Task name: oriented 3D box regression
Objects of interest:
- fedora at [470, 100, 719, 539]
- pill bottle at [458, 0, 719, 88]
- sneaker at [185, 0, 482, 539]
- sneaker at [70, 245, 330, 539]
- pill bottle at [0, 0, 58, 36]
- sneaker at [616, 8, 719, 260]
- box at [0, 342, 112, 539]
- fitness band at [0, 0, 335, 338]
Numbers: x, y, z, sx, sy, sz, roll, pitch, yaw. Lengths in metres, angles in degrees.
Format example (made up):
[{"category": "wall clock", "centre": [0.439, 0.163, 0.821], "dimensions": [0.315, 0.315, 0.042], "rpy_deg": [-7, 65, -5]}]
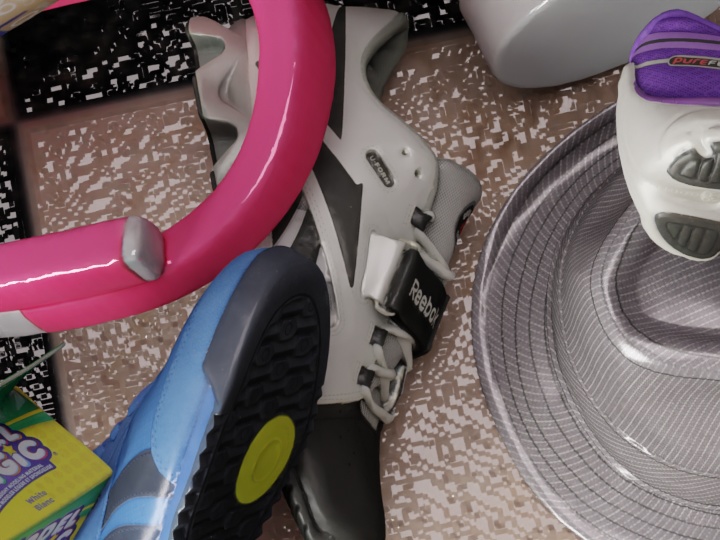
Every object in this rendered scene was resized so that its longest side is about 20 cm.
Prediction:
[{"category": "fedora", "centre": [0.134, 0.002, 0.882], "dimensions": [0.199, 0.090, 0.177], "rpy_deg": [-16, 73, -1]}, {"category": "pill bottle", "centre": [0.049, -0.171, 0.929], "dimensions": [0.114, 0.114, 0.200], "rpy_deg": [-22, 73, -3]}, {"category": "sneaker", "centre": [0.000, 0.000, 0.901], "dimensions": [0.088, 0.074, 0.201], "rpy_deg": [-11, 73, 3]}, {"category": "sneaker", "centre": [-0.070, 0.073, 0.846], "dimensions": [0.078, 0.066, 0.201], "rpy_deg": [31, 117, 25]}, {"category": "pill bottle", "centre": [-0.194, -0.097, 0.892], "dimensions": [0.200, 0.116, 0.116], "rpy_deg": [-29, 73, 15]}, {"category": "sneaker", "centre": [0.175, -0.050, 0.820], "dimensions": [0.199, 0.081, 0.084], "rpy_deg": [5, 54, -10]}, {"category": "box", "centre": [-0.147, 0.115, 0.804], "dimensions": [0.048, 0.117, 0.200], "rpy_deg": [38, 120, 14]}, {"category": "fitness band", "centre": [-0.101, -0.051, 0.903], "dimensions": [0.199, 0.037, 0.144], "rpy_deg": [-9, 62, 27]}]
